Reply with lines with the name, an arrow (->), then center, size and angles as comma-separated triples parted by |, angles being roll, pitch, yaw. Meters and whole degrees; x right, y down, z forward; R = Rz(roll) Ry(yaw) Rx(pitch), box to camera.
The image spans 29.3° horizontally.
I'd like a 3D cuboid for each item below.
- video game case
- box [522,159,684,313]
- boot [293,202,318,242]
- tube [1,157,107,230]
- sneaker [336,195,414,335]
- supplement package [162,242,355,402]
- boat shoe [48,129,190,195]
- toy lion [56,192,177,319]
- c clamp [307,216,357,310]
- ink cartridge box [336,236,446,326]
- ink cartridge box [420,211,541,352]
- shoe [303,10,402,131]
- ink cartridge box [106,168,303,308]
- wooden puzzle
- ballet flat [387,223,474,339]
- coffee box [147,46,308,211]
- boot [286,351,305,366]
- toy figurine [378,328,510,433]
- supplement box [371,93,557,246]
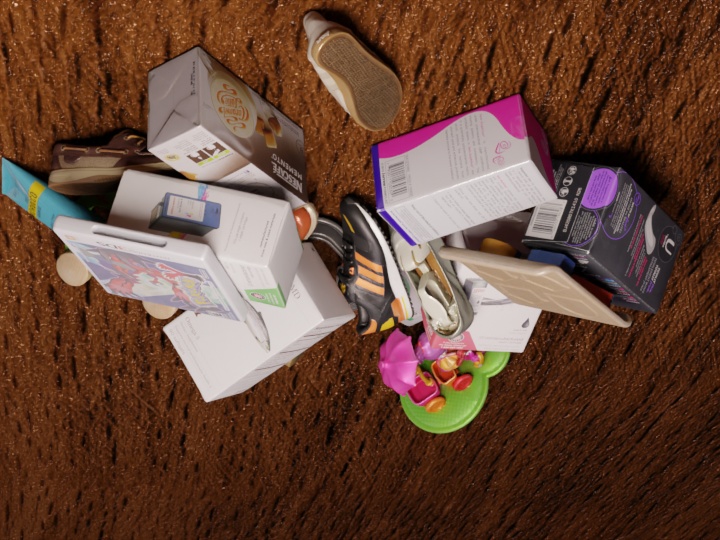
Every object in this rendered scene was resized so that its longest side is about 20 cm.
video game case -> -0.235, 0.001, 1.574 | 0.181, 0.023, 0.200 | 11, 161, 13
box -> 0.314, -0.043, 1.769 | 0.106, 0.123, 0.200 | 12, 164, 42
boot -> -0.144, -0.027, 1.781 | 0.200, 0.107, 0.075 | -27, 107, 29
tube -> -0.360, -0.065, 1.696 | 0.200, 0.050, 0.078 | 33, 142, 6
sneaker -> 0.000, 0.000, 1.816 | 0.090, 0.070, 0.201 | -28, 120, -7
supplement package -> -0.129, 0.065, 1.772 | 0.200, 0.117, 0.117 | -35, 169, 18
boat shoe -> -0.276, -0.134, 1.630 | 0.199, 0.072, 0.072 | -4, 166, 18
toy lion -> -0.273, -0.051, 1.728 | 0.199, 0.069, 0.192 | 19, 117, 11
c clamp -> -0.068, -0.002, 1.883 | 0.171, 0.027, 0.200 | -35, 119, 29
ink cartridge box -> 0.090, 0.002, 1.933 | 0.200, 0.050, 0.161 | -26, 143, 35
ink cartridge box -> 0.180, 0.016, 1.891 | 0.145, 0.085, 0.201 | 3, 133, -14
shoe -> -0.009, -0.225, 1.547 | 0.070, 0.053, 0.200 | -43, 147, 0
ink cartridge box -> -0.178, -0.036, 1.596 | 0.199, 0.088, 0.145 | 14, 161, 10
wooden puzzle -> 0.224, 0.009, 1.734 | 0.185, 0.046, 0.200 | 13, 168, 47
ballet flat -> 0.086, -0.001, 1.799 | 0.067, 0.064, 0.201 | -23, 100, 35
coffee box -> -0.151, -0.150, 1.582 | 0.079, 0.115, 0.200 | -21, 145, 27
boot -> -0.127, 0.051, 1.944 | 0.154, 0.200, 0.072 | 34, 107, 2
toy figurine -> 0.110, 0.136, 2.050 | 0.200, 0.150, 0.184 | -38, 149, 10
supplement box -> 0.126, -0.120, 1.680 | 0.199, 0.102, 0.103 | -18, 147, 22
